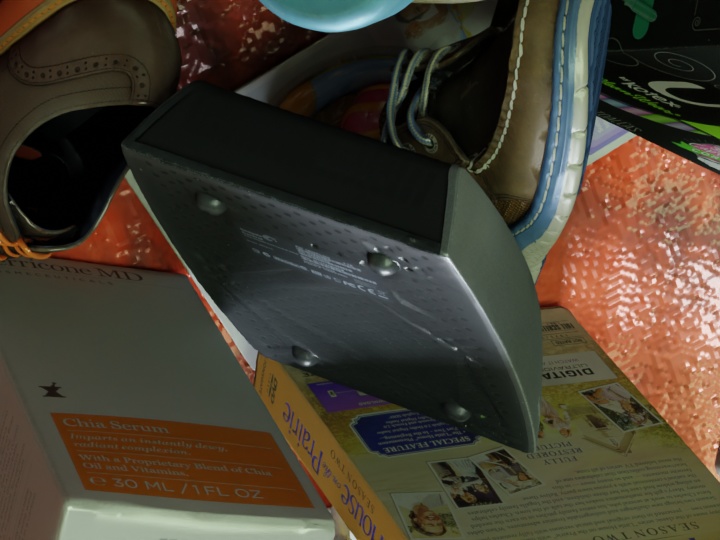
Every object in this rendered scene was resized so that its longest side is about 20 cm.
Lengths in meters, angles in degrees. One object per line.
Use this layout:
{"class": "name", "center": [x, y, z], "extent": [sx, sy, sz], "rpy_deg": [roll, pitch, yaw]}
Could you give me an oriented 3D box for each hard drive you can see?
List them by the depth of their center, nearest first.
{"class": "hard drive", "center": [0.000, 0.000, 0.997], "extent": [0.042, 0.134, 0.200], "rpy_deg": [-65, 160, -16]}

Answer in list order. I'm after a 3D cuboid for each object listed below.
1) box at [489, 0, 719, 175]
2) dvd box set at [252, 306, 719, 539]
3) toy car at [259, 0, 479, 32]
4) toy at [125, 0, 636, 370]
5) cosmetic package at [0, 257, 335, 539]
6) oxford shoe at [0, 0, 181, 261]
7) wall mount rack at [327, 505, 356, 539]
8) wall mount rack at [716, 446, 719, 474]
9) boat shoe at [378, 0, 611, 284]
{"class": "box", "center": [0.168, -0.109, 1.013], "extent": [0.148, 0.200, 0.125], "rpy_deg": [22, 80, -31]}
{"class": "dvd box set", "center": [0.063, 0.084, 1.081], "extent": [0.146, 0.200, 0.030], "rpy_deg": [-6, 125, -27]}
{"class": "toy car", "center": [-0.020, -0.190, 0.896], "extent": [0.176, 0.184, 0.201], "rpy_deg": [9, 103, 17]}
{"class": "toy", "center": [0.021, -0.045, 1.100], "extent": [0.200, 0.047, 0.115], "rpy_deg": [-34, 122, -3]}
{"class": "cosmetic package", "center": [-0.091, 0.068, 1.024], "extent": [0.101, 0.200, 0.072], "rpy_deg": [6, 113, -24]}
{"class": "oxford shoe", "center": [-0.136, -0.030, 1.003], "extent": [0.071, 0.073, 0.200], "rpy_deg": [18, 134, -35]}
{"class": "wall mount rack", "center": [-0.029, 0.155, 1.143], "extent": [0.200, 0.075, 0.174], "rpy_deg": [-45, 146, 5]}
{"class": "wall mount rack", "center": [0.229, 0.021, 1.187], "extent": [0.200, 0.075, 0.174], "rpy_deg": [26, 104, -29]}
{"class": "boat shoe", "center": [0.041, -0.044, 0.990], "extent": [0.072, 0.073, 0.200], "rpy_deg": [13, 153, 0]}
